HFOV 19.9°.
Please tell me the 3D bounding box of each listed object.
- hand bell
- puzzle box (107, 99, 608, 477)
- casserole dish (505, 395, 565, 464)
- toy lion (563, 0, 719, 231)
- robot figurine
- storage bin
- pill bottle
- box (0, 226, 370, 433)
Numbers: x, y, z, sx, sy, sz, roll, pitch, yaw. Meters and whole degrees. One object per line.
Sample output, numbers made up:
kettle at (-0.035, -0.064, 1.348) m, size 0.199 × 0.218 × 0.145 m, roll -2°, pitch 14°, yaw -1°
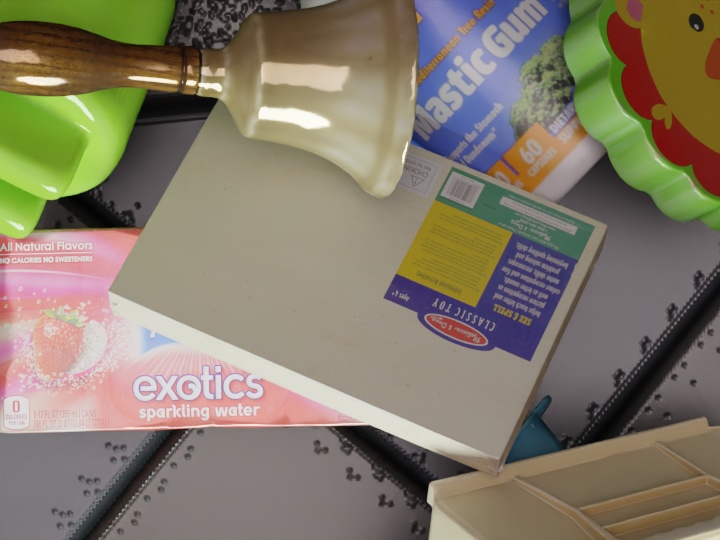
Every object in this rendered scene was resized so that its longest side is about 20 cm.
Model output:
hand bell at (-0.083, -0.087, 0.904) m, size 0.199 × 0.104 × 0.105 m, roll 2°, pitch 90°, yaw -15°
puzzle box at (0.000, 0.000, 0.956) m, size 0.199 × 0.025 × 0.133 m, roll 23°, pitch 64°, yaw 11°
casserole dish at (0.047, 0.153, 1.014) m, size 0.039 × 0.121 × 0.200 m, roll 37°, pitch 89°, yaw 8°
toy lion at (0.162, -0.126, 0.992) m, size 0.191 × 0.069 × 0.201 m, roll -30°, pitch 90°, yaw -39°
robot figurine at (-0.153, -0.117, 0.986) m, size 0.115 × 0.175 × 0.201 m, roll 26°, pitch 56°, yaw -16°
storage bin at (0.124, 0.189, 0.966) m, size 0.198 × 0.094 × 0.201 m, roll -9°, pitch 116°, yaw -31°
pill bottle at (0.039, -0.120, 1.018) m, size 0.200 × 0.112 × 0.112 m, roll 42°, pitch 90°, yaw -1°
box at (-0.078, 0.027, 1.026) m, size 0.199 × 0.095 × 0.103 m, roll 0°, pitch 89°, yaw -1°
